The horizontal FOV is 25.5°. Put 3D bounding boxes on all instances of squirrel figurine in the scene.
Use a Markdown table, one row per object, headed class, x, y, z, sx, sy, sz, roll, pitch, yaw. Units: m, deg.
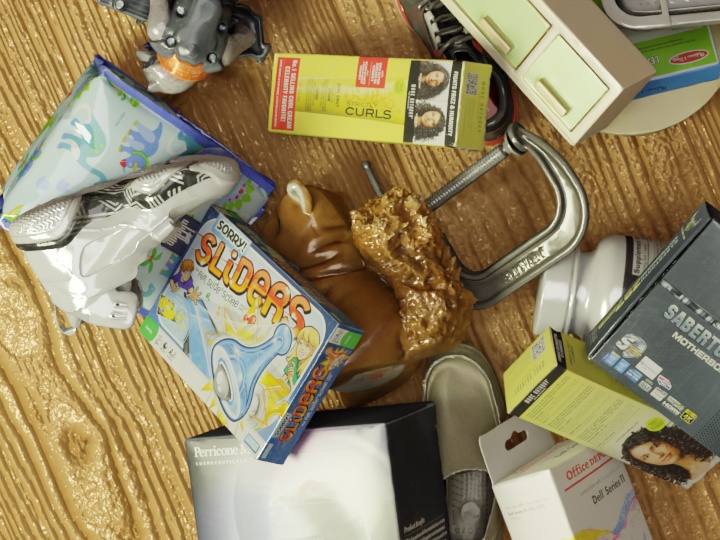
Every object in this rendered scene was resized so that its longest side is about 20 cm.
| class | x | y | z | sx | sy | sz | roll | pitch | yaw |
| --- | --- | --- | --- | --- | --- | --- | --- | --- | --- |
| squirrel figurine | 0.000 | 0.000 | 1.395 | 0.199 | 0.141 | 0.188 | -28 | 69 | 27 |

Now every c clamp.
| class | x | y | z | sx | sy | sz | roll | pitch | yaw |
| --- | --- | --- | --- | --- | --- | --- | --- | --- | --- |
| c clamp | 0.100 | -0.058 | 1.382 | 0.199 | 0.027 | 0.172 | -29 | 79 | 35 |

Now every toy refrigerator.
| class | x | y | z | sx | sy | sz | roll | pitch | yaw |
| --- | --- | --- | --- | --- | --- | --- | --- | --- | --- |
| toy refrigerator | 0.148 | -0.209 | 1.352 | 0.200 | 0.070 | 0.076 | 50 | 131 | 10 |

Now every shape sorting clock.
| class | x | y | z | sx | sy | sz | roll | pitch | yaw |
| --- | --- | --- | --- | --- | --- | --- | --- | --- | --- |
| shape sorting clock | 0.236 | -0.219 | 1.419 | 0.198 | 0.039 | 0.202 | 0 | 80 | 2 |

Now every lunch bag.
| class | x | y | z | sx | sy | sz | roll | pitch | yaw |
| --- | --- | --- | --- | --- | --- | --- | --- | --- | --- |
| lunch bag | -0.199 | -0.064 | 1.419 | 0.200 | 0.127 | 0.170 | 36 | 95 | -20 |

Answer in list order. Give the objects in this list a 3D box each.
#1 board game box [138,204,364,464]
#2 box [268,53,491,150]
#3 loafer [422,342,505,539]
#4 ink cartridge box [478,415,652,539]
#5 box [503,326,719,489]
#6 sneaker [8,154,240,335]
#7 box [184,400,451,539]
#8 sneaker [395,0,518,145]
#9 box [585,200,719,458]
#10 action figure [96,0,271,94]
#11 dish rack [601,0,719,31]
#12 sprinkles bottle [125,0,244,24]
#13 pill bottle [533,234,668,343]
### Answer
| class | x | y | z | sx | sy | sz | roll | pitch | yaw |
| --- | --- | --- | --- | --- | --- | --- | --- | --- | --- |
| board game box | -0.097 | 0.051 | 1.353 | 0.200 | 0.034 | 0.136 | 40 | 104 | 40 |
| box | 0.014 | -0.148 | 1.381 | 0.199 | 0.050 | 0.076 | 9 | 95 | 35 |
| loafer | 0.097 | 0.165 | 1.427 | 0.075 | 0.068 | 0.202 | -8 | 91 | 4 |
| ink cartridge box | 0.188 | 0.216 | 1.393 | 0.067 | 0.117 | 0.201 | -21 | 91 | 39 |
| box | 0.225 | 0.120 | 1.375 | 0.199 | 0.050 | 0.075 | 23 | 129 | -20 |
| sneaker | -0.183 | -0.021 | 1.330 | 0.199 | 0.075 | 0.116 | -18 | 102 | 3 |
| box | -0.033 | 0.226 | 1.385 | 0.199 | 0.123 | 0.200 | -8 | 90 | 25 |
| sneaker | 0.088 | -0.209 | 1.409 | 0.077 | 0.082 | 0.201 | -27 | 90 | 4 |
| box | 0.310 | 0.064 | 1.309 | 0.200 | 0.051 | 0.158 | 37 | 109 | -8 |
| action figure | -0.158 | -0.241 | 1.348 | 0.199 | 0.105 | 0.195 | 12 | 111 | -13 |
| dish rack | 0.299 | -0.283 | 1.381 | 0.198 | 0.044 | 0.173 | -6 | 68 | 2 |
| sprinkles bottle | -0.117 | -0.273 | 1.429 | 0.199 | 0.068 | 0.069 | -11 | 91 | 5 |
| pill bottle | 0.255 | 0.030 | 1.390 | 0.198 | 0.111 | 0.112 | 8 | 92 | 4 |
